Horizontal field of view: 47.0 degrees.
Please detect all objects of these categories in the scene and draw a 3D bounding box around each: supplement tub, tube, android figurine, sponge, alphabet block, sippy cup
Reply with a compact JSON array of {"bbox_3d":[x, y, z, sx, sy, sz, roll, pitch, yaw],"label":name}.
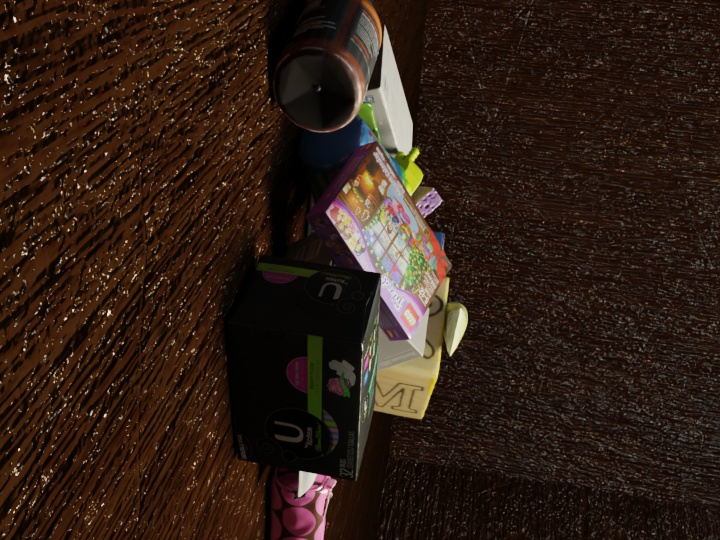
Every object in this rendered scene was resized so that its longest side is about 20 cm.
[{"bbox_3d":[-0.031,-0.256,0.960,0.202,0.104,0.109,-75,169,-48],"label":"supplement tub"},{"bbox_3d":[0.160,0.091,1.403,0.059,0.051,0.200,61,7,0],"label":"tube"},{"bbox_3d":[0.022,-0.098,1.220,0.202,0.041,0.181,-56,-161,-12],"label":"android figurine"},{"bbox_3d":[0.055,-0.090,1.296,0.030,0.111,0.200,52,-3,-12],"label":"sponge"},{"bbox_3d":[0.036,0.119,1.433,0.198,0.195,0.199,99,2,-60],"label":"alphabet block"},{"bbox_3d":[-0.019,-0.136,1.099,0.131,0.137,0.180,56,7,-52],"label":"sippy cup"}]

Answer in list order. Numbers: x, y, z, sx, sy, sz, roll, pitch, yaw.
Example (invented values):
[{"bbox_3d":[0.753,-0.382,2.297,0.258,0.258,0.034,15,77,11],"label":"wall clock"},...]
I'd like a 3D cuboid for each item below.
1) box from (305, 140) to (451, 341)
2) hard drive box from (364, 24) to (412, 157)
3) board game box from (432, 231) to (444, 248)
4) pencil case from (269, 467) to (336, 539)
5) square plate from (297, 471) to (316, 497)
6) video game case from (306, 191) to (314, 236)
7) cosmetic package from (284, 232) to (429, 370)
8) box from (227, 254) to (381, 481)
[{"bbox_3d":[0.029,-0.034,1.015,0.202,0.039,0.138,55,49,-26],"label":"box"},{"bbox_3d":[0.025,-0.252,1.308,0.202,0.075,0.159,68,21,-46],"label":"hard drive box"},{"bbox_3d":[0.054,-0.021,1.527,0.196,0.194,0.057,76,24,-69],"label":"board game box"},{"bbox_3d":[-0.085,0.371,1.181,0.091,0.091,0.205,-67,163,-64],"label":"pencil case"},{"bbox_3d":[-0.052,0.173,1.133,0.200,0.028,0.204,-66,162,-73],"label":"square plate"},{"bbox_3d":[-0.054,-0.077,1.287,0.200,0.022,0.188,-38,134,-80],"label":"video game case"},{"bbox_3d":[-0.006,0.039,1.078,0.200,0.105,0.091,46,40,-29],"label":"cosmetic package"},{"bbox_3d":[-0.058,0.108,0.918,0.125,0.144,0.204,-72,167,-53],"label":"box"}]
